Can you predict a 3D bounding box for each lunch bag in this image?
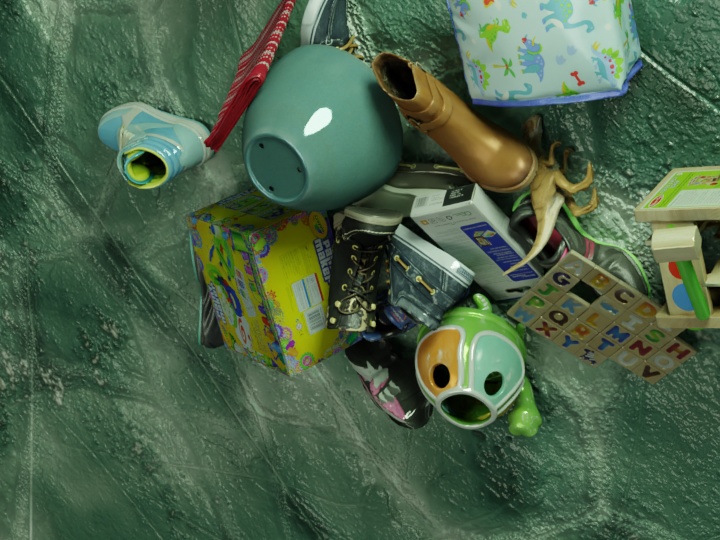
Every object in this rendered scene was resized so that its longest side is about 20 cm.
[{"bbox_3d":[0.194,-0.274,1.526,0.198,0.128,0.172,-5,112,27],"label":"lunch bag"}]

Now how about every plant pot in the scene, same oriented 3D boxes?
[{"bbox_3d":[-0.066,-0.150,1.674,0.198,0.135,0.202,18,128,24],"label":"plant pot"}]

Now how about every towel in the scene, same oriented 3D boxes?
[{"bbox_3d":[-0.134,-0.252,1.732,0.022,0.201,0.145,29,133,-14],"label":"towel"}]

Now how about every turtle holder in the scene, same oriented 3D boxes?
[{"bbox_3d":[0.144,0.137,1.772,0.139,0.133,0.187,-9,135,18],"label":"turtle holder"}]

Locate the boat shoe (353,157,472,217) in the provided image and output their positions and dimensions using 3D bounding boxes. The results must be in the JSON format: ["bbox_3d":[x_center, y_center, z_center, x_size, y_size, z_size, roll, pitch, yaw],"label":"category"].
[{"bbox_3d":[0.055,-0.108,1.764,0.200,0.061,0.072,11,151,32],"label":"boat shoe"}]

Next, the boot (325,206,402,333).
[{"bbox_3d":[0.000,0.000,1.717,0.200,0.072,0.153,178,97,-75],"label":"boot"}]

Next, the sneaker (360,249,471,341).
[{"bbox_3d":[0.071,0.044,1.824,0.076,0.078,0.200,50,132,0],"label":"sneaker"}]

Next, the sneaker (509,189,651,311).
[{"bbox_3d":[0.255,-0.012,1.657,0.199,0.084,0.077,38,132,12],"label":"sneaker"}]

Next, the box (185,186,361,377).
[{"bbox_3d":[-0.119,0.009,1.869,0.192,0.121,0.202,17,128,56],"label":"box"}]

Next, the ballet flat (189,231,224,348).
[{"bbox_3d":[-0.207,0.018,2.025,0.072,0.073,0.203,11,114,31],"label":"ballet flat"}]

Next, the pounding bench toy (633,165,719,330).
[{"bbox_3d":[0.372,-0.003,1.500,0.123,0.200,0.158,-1,114,35],"label":"pounding bench toy"}]

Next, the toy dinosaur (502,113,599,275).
[{"bbox_3d":[0.222,-0.082,1.626,0.105,0.203,0.060,-5,156,17],"label":"toy dinosaur"}]

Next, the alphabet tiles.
[{"bbox_3d":[0.294,0.066,1.668,0.199,0.008,0.167,31,145,-5],"label":"alphabet tiles"}]

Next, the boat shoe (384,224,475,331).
[{"bbox_3d":[0.055,0.001,1.751,0.071,0.091,0.200,36,178,-36],"label":"boat shoe"}]

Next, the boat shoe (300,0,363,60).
[{"bbox_3d":[-0.025,-0.267,1.722,0.090,0.071,0.202,27,132,14],"label":"boat shoe"}]

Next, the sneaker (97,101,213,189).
[{"bbox_3d":[-0.317,-0.173,1.947,0.198,0.130,0.080,11,122,31],"label":"sneaker"}]

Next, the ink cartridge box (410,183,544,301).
[{"bbox_3d":[0.155,-0.031,1.716,0.094,0.037,0.200,-11,139,39],"label":"ink cartridge box"}]

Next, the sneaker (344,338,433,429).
[{"bbox_3d":[0.051,0.162,1.878,0.087,0.080,0.200,66,173,-30],"label":"sneaker"}]

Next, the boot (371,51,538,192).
[{"bbox_3d":[0.106,-0.175,1.605,0.077,0.155,0.200,-47,54,6],"label":"boot"}]
